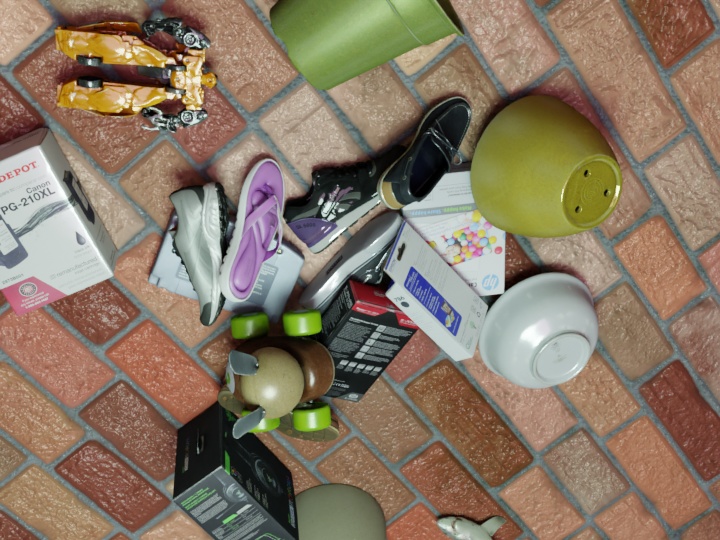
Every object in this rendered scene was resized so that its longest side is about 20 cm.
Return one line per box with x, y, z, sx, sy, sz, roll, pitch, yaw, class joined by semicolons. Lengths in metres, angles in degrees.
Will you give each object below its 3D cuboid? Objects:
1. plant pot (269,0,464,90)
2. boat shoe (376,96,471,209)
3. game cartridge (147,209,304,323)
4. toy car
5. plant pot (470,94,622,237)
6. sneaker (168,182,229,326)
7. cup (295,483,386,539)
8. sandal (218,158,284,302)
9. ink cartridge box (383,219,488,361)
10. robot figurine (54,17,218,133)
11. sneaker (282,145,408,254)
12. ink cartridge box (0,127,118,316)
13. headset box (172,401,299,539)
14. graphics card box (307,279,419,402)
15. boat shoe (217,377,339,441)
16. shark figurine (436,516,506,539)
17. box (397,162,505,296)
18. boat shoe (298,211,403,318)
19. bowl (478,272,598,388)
-0.004;-0.323;1.062;0.189;0.201;0.200;-30;116;19;plant pot
0.100;-0.159;1.165;0.200;0.062;0.075;-51;120;-25;boat shoe
-0.187;-0.011;1.237;0.199;0.042;0.134;20;105;-18;game cartridge
-0.134;0.149;1.155;0.157;0.200;0.166;-5;94;18;toy car
0.271;-0.125;1.181;0.199;0.142;0.201;-11;116;-23;plant pot
-0.218;-0.021;1.176;0.079;0.074;0.202;-1;108;0;sneaker
-0.044;0.478;1.424;0.199;0.143;0.202;-4;115;-8;cup
-0.132;-0.052;1.170;0.082;0.050;0.204;32;68;-53;sandal
0.099;0.030;1.229;0.039;0.100;0.200;-20;124;43;ink cartridge box
-0.281;-0.253;1.098;0.198;0.058;0.146;3;114;-11;robot figurine
-0.022;-0.116;1.200;0.200;0.076;0.088;-41;108;9;sneaker
-0.433;-0.064;1.141;0.144;0.084;0.201;-23;116;0;ink cartridge box
-0.192;0.320;1.309;0.093;0.174;0.200;-35;114;8;headset box
-0.009;0.108;1.274;0.125;0.051;0.200;14;127;-30;graphics card box
-0.118;0.201;1.322;0.199;0.068;0.072;26;140;-15;boat shoe
0.215;0.522;1.516;0.127;0.216;0.090;-14;161;-34;shark figurine
0.134;-0.055;1.272;0.155;0.041;0.201;-6;116;-7;box
0.000;0.000;1.255;0.068;0.072;0.200;39;105;-21;boat shoe
0.289;0.111;1.327;0.200;0.091;0.202;-10;125;-15;bowl
